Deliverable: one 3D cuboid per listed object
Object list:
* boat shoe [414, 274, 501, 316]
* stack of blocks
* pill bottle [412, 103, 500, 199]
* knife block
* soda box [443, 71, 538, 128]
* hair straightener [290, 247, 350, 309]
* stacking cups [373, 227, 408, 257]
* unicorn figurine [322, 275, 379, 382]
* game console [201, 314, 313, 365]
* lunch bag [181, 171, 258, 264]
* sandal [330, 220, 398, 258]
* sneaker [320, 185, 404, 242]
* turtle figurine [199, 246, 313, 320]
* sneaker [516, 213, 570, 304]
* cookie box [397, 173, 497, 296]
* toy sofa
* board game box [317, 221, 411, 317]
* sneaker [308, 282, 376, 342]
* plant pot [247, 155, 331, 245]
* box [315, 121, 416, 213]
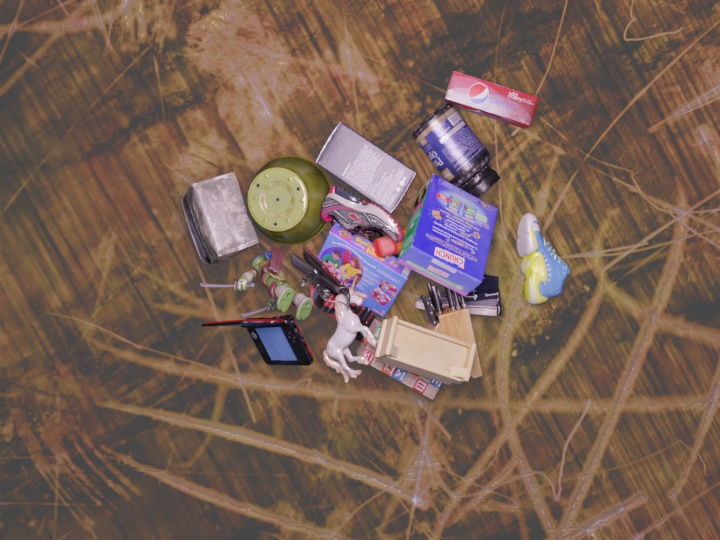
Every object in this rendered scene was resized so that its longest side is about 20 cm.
[{"bbox_3d":[0.221,0.049,1.727,0.195,0.075,0.095,4,90,-6],"label":"boat shoe"},{"bbox_3d":[0.104,0.187,1.724,0.198,0.059,0.117,29,96,-12],"label":"stack of blocks"},{"bbox_3d":[0.212,-0.254,1.678,0.111,0.112,0.201,-38,91,5],"label":"pill bottle"},{"bbox_3d":[0.212,0.110,1.662,0.198,0.064,0.178,30,96,-12],"label":"knife block"},{"bbox_3d":[0.285,-0.373,1.686,0.196,0.070,0.065,17,94,2],"label":"soda box"},{"bbox_3d":[-0.093,0.026,1.654,0.076,0.041,0.200,-27,53,-28],"label":"hair straightener"},{"bbox_3d":[0.121,-0.069,1.683,0.197,0.060,0.062,-20,94,-22],"label":"stacking cups"},{"bbox_3d":[-0.021,0.133,1.653,0.136,0.074,0.202,36,99,15],"label":"unicorn figurine"},{"bbox_3d":[-0.224,0.157,1.668,0.118,0.198,0.175,-36,107,-34],"label":"game console"},{"bbox_3d":[-0.315,-0.105,1.680,0.116,0.199,0.167,-20,90,-22],"label":"lunch bag"},{"bbox_3d":[0.018,-0.077,1.714,0.200,0.055,0.082,46,55,-3],"label":"sandal"},{"bbox_3d":[0.006,-0.106,1.642,0.198,0.081,0.076,27,84,23],"label":"sneaker"},{"bbox_3d":[-0.210,0.060,1.700,0.199,0.193,0.146,-36,131,-23],"label":"turtle figurine"},{"bbox_3d":[0.409,-0.030,1.712,0.103,0.076,0.204,-7,101,-9],"label":"sneaker"},{"bbox_3d":[0.185,-0.075,1.614,0.169,0.075,0.203,26,55,-9],"label":"cookie box"},{"bbox_3d":[0.131,0.168,1.596,0.196,0.098,0.084,19,73,-11],"label":"toy sofa"},{"bbox_3d":[0.000,0.000,1.709,0.198,0.045,0.135,31,130,1],"label":"board game box"},{"bbox_3d":[-0.038,0.084,1.742,0.199,0.087,0.074,40,89,-24],"label":"sneaker"},{"bbox_3d":[-0.164,-0.152,1.666,0.196,0.193,0.205,0,95,3],"label":"plant pot"},{"bbox_3d":[0.014,-0.220,1.674,0.198,0.148,0.105,34,95,0],"label":"box"}]
